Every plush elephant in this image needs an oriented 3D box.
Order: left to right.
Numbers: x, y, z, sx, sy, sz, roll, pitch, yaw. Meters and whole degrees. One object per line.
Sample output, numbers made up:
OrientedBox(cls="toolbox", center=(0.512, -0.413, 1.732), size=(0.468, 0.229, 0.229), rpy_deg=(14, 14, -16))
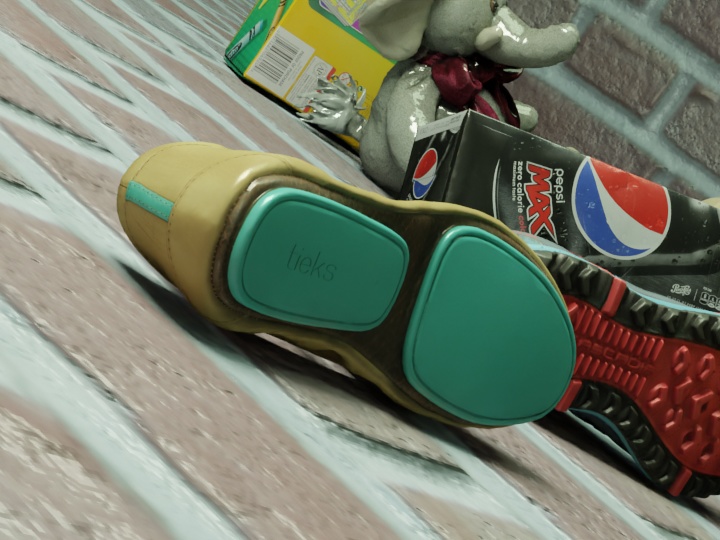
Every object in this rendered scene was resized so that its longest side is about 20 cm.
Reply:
OrientedBox(cls="plush elephant", center=(0.068, -0.123, 1.327), size=(0.199, 0.156, 0.165), rpy_deg=(30, 28, 15))

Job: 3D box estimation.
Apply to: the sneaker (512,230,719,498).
OrientedBox(cls="sneaker", center=(0.102, 0.027, 0.905), size=(0.199, 0.080, 0.095), rpy_deg=(31, 6, -34))

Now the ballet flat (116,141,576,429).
OrientedBox(cls="ballet flat", center=(0.000, 0.000, 0.671), size=(0.063, 0.069, 0.200), rpy_deg=(23, -3, 38))

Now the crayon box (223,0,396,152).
OrientedBox(cls="crayon box", center=(0.014, -0.189, 1.414), size=(0.118, 0.201, 0.058), rpy_deg=(31, 8, -27))

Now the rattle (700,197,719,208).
OrientedBox(cls="rattle", center=(0.195, 0.030, 1.371), size=(0.143, 0.130, 0.200), rpy_deg=(45, -21, -7))

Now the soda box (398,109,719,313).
OrientedBox(cls="soda box", center=(0.121, -0.020, 1.126), size=(0.199, 0.064, 0.071), rpy_deg=(19, -12, -21))
